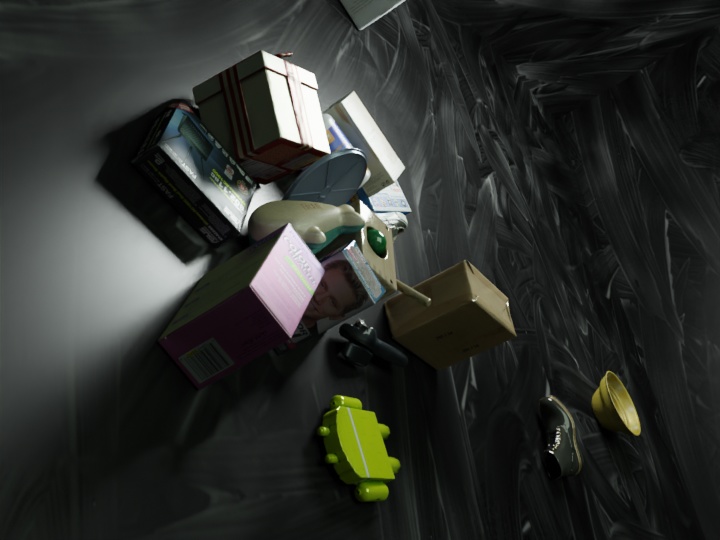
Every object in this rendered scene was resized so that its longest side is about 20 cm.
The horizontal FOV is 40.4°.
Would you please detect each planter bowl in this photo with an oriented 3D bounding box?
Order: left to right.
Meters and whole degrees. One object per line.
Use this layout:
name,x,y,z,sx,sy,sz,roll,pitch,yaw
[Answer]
planter bowl,0.730,0.402,2.843,0.200,0.083,0.201,43,29,-32

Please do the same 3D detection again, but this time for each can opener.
can opener,0.023,0.143,1.821,0.063,0.079,0.200,29,1,35

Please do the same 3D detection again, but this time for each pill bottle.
pill bottle,-0.078,-0.241,1.952,0.200,0.112,0.112,54,26,-15

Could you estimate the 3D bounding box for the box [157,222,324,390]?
box,-0.166,0.049,1.404,0.097,0.175,0.200,52,26,-16

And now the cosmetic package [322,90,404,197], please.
cosmetic package,0.002,-0.265,2.044,0.201,0.071,0.105,55,26,-12

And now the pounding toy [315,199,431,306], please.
pounding toy,0.000,0.000,1.742,0.142,0.199,0.185,41,31,-37

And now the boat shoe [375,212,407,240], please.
boat shoe,0.040,-0.082,2.069,0.199,0.071,0.064,-3,65,-54

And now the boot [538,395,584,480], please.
boot,0.469,0.404,2.365,0.138,0.077,0.201,1,62,-56

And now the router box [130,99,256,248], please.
router box,-0.262,-0.156,1.571,0.200,0.062,0.150,48,29,-26

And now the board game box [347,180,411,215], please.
board game box,0.011,-0.204,2.150,0.200,0.056,0.197,-5,68,-63

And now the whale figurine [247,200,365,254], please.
whale figurine,-0.093,-0.061,1.671,0.159,0.199,0.104,-136,-138,-56

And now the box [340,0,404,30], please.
box,0.062,-0.782,2.684,0.131,0.198,0.200,56,25,-12

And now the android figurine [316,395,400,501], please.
android figurine,-0.005,0.292,1.615,0.200,0.041,0.183,18,49,-57

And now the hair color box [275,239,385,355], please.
hair color box,-0.071,0.045,1.559,0.100,0.199,0.061,57,25,-6

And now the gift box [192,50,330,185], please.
gift box,-0.173,-0.271,1.737,0.200,0.184,0.188,11,63,-63

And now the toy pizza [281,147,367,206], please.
toy pizza,-0.072,-0.153,1.781,0.032,0.200,0.200,50,20,22

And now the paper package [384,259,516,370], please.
paper package,0.186,0.097,1.995,0.190,0.199,0.104,37,34,-42
